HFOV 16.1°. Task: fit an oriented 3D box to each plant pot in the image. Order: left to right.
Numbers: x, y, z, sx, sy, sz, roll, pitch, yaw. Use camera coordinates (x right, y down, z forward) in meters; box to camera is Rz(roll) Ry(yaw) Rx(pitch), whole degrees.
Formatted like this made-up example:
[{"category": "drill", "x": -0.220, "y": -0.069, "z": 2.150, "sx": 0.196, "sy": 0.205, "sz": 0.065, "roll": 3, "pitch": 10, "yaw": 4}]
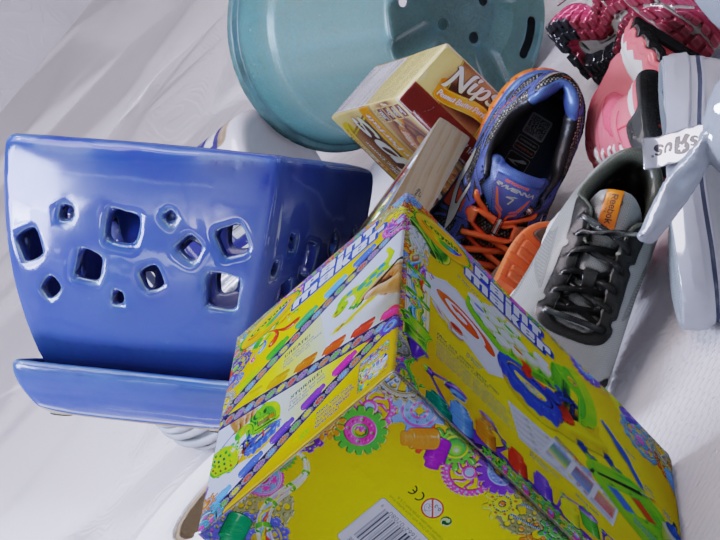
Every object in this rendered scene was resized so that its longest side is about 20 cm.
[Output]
[{"category": "plant pot", "x": -0.114, "y": 0.010, "z": 1.678, "sx": 0.199, "sy": 0.181, "sz": 0.200, "roll": 4, "pitch": 0, "yaw": 19}, {"category": "plant pot", "x": 0.029, "y": -0.195, "z": 1.977, "sx": 0.201, "sy": 0.200, "sz": 0.196, "roll": -52, "pitch": 25, "yaw": -21}]

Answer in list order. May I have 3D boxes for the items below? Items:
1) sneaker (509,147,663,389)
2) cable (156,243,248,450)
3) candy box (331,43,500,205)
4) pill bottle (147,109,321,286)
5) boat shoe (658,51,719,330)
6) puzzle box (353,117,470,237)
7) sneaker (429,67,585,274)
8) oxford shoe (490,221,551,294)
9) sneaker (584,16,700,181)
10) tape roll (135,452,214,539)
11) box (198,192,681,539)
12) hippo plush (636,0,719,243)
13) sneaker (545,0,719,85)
[{"category": "sneaker", "x": 0.122, "y": 0.004, "z": 1.414, "sx": 0.201, "sy": 0.074, "sz": 0.080, "roll": -65, "pitch": -5, "yaw": -47}, {"category": "cable", "x": -0.079, "y": 0.042, "z": 1.859, "sx": 0.200, "sy": 0.069, "sz": 0.200, "roll": -44, "pitch": 16, "yaw": 5}, {"category": "candy box", "x": 0.057, "y": -0.088, "z": 1.719, "sx": 0.055, "sy": 0.115, "sz": 0.200, "roll": -47, "pitch": 9, "yaw": -9}, {"category": "pill bottle", "x": -0.126, "y": -0.033, "z": 2.070, "sx": 0.200, "sy": 0.116, "sz": 0.116, "roll": -35, "pitch": 19, "yaw": 29}, {"category": "boat shoe", "x": 0.201, "y": -0.052, "z": 1.402, "sx": 0.066, "sy": 0.074, "sz": 0.201, "roll": -2, "pitch": 48, "yaw": 6}, {"category": "puzzle box", "x": 0.000, "y": 0.000, "z": 1.560, "sx": 0.133, "sy": 0.025, "sz": 0.200, "roll": -54, "pitch": 3, "yaw": 33}, {"category": "sneaker", "x": 0.083, "y": -0.041, "z": 1.576, "sx": 0.078, "sy": 0.075, "sz": 0.201, "roll": 133, "pitch": 159, "yaw": -80}, {"category": "oxford shoe", "x": 0.071, "y": 0.061, "z": 1.484, "sx": 0.200, "sy": 0.071, "sz": 0.073, "roll": -50, "pitch": -2, "yaw": -33}, {"category": "sneaker", "x": 0.178, "y": -0.082, "z": 1.568, "sx": 0.087, "sy": 0.073, "sz": 0.200, "roll": -57, "pitch": 10, "yaw": 22}, {"category": "tape roll", "x": -0.050, "y": 0.147, "z": 1.503, "sx": 0.202, "sy": 0.071, "sz": 0.203, "roll": -39, "pitch": 12, "yaw": 10}, {"category": "box", "x": 0.044, "y": 0.103, "z": 1.187, "sx": 0.122, "sy": 0.200, "sz": 0.193, "roll": -40, "pitch": 17, "yaw": 19}, {"category": "hippo plush", "x": 0.222, "y": -0.139, "z": 1.300, "sx": 0.199, "sy": 0.161, "sz": 0.160, "roll": -11, "pitch": 34, "yaw": 16}, {"category": "sneaker", "x": 0.193, "y": -0.181, "z": 1.713, "sx": 0.075, "sy": 0.081, "sz": 0.200, "roll": -47, "pitch": 16, "yaw": -13}]
